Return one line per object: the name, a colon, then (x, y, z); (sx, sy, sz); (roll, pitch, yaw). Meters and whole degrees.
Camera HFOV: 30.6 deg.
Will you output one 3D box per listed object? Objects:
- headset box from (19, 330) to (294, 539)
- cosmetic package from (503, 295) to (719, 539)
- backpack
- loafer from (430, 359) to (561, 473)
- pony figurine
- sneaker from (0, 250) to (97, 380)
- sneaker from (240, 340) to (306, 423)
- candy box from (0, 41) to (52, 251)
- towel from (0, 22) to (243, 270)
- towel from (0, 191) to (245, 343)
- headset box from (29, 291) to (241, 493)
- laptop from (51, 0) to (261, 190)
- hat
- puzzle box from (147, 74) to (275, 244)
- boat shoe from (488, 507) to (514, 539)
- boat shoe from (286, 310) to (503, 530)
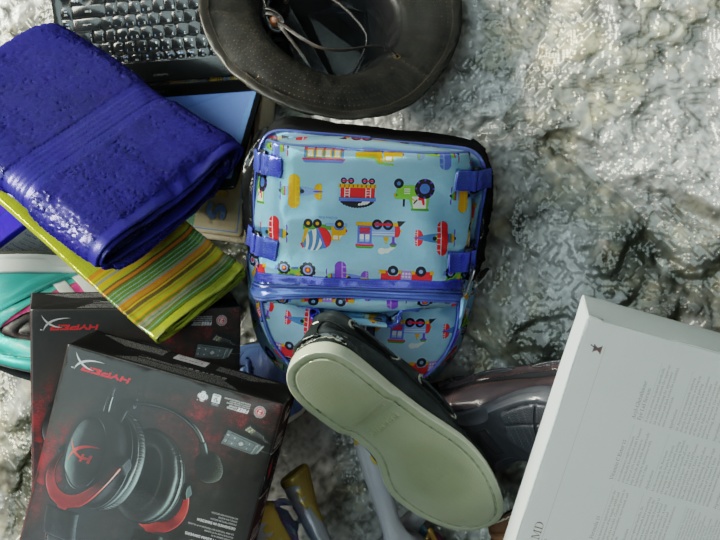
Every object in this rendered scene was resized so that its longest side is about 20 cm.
headset box: (-0.140, 0.158, 0.876); (0.148, 0.075, 0.201); (16, 96, 2)
cosmetic package: (0.185, 0.132, 0.839); (0.150, 0.052, 0.201); (15, 106, -1)
backpack: (0.000, 0.000, 0.939); (0.182, 0.135, 0.201); (7, 102, 0)
loafer: (0.091, 0.105, 0.948); (0.200, 0.063, 0.072); (-16, 115, 45)
pony figurine: (0.004, 0.234, 0.951); (0.193, 0.167, 0.200); (-36, 95, -5)
sneaker: (-0.208, 0.048, 1.031); (0.199, 0.084, 0.121); (0, 82, -15)
sneaker: (-0.123, 0.100, 1.042); (0.199, 0.077, 0.076); (-15, 83, 21)
candy box: (-0.321, -0.061, 1.107); (0.200, 0.077, 0.170); (-33, 61, 19)
towel: (-0.202, -0.090, 0.943); (0.200, 0.148, 0.050); (35, 144, 19)
towel: (-0.180, -0.033, 0.939); (0.200, 0.086, 0.018); (38, 148, 20)
headset box: (-0.165, 0.118, 0.961); (0.148, 0.077, 0.201); (0, 98, -13)
laptop: (-0.171, -0.165, 1.001); (0.176, 0.103, 0.201); (-2, 103, 15)
hat: (-0.025, -0.170, 0.973); (0.201, 0.200, 0.081); (46, 150, 16)
puzzle box: (-0.133, -0.126, 1.069); (0.132, 0.025, 0.201); (7, 94, 23)
boat shoe: (0.174, 0.133, 0.917); (0.199, 0.076, 0.072); (-30, 75, 13)
boat shoe: (0.028, 0.100, 0.895); (0.199, 0.066, 0.074); (39, 121, -23)
